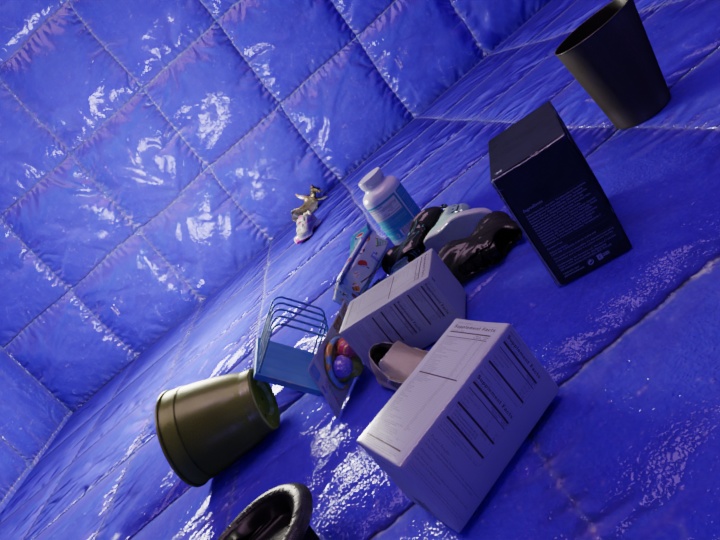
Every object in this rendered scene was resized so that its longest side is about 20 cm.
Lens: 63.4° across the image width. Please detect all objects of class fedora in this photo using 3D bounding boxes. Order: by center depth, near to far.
[{"bbox_3d":[-0.116,0.372,0.733,0.199,0.092,0.201,-37,16,13],"label":"fedora"}]

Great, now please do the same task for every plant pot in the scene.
[{"bbox_3d":[-0.271,0.293,1.165,0.190,0.203,0.201,-26,18,6],"label":"plant pot"}]

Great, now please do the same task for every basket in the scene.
[{"bbox_3d":[0.495,-0.388,1.122,0.180,0.201,0.136,-43,15,-13],"label":"basket"}]

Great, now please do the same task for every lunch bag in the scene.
[{"bbox_3d":[0.000,0.000,1.349,0.162,0.075,0.200,-62,-1,-21],"label":"lunch bag"}]

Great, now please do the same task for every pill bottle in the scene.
[{"bbox_3d":[0.081,-0.163,1.490,0.110,0.201,0.111,-36,16,12],"label":"pill bottle"}]

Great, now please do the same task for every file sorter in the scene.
[{"bbox_3d":[-0.137,0.148,1.214,0.200,0.136,0.125,-123,52,-74],"label":"file sorter"}]

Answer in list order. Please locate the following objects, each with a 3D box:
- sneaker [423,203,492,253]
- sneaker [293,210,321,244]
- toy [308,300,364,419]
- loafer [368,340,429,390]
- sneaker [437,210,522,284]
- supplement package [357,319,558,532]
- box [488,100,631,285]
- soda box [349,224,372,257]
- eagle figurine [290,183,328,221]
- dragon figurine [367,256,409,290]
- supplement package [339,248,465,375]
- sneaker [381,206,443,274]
[{"bbox_3d":[0.224,-0.119,1.261,0.199,0.074,0.119,-23,30,54],"label":"sneaker"},{"bbox_3d":[-0.247,-0.189,2.527,0.081,0.089,0.201,-30,20,32],"label":"sneaker"},{"bbox_3d":[-0.022,0.154,1.066,0.047,0.116,0.201,-16,26,25],"label":"toy"},{"bbox_3d":[0.068,0.153,0.925,0.076,0.069,0.199,-48,17,-25],"label":"loafer"},{"bbox_3d":[0.214,-0.031,1.078,0.200,0.076,0.091,-43,23,1],"label":"sneaker"},{"bbox_3d":[0.114,0.168,0.677,0.200,0.110,0.113,-46,17,-18],"label":"supplement package"},{"bbox_3d":[0.296,-0.123,0.894,0.123,0.197,0.201,-32,18,25],"label":"box"},{"bbox_3d":[0.015,-0.057,1.607,0.064,0.068,0.201,-35,17,14],"label":"soda box"},{"bbox_3d":[-0.274,-0.342,2.987,0.151,0.150,0.203,7,-72,-57],"label":"eagle figurine"},{"bbox_3d":[0.096,0.013,1.248,0.199,0.059,0.100,-39,16,12],"label":"dragon figurine"},{"bbox_3d":[0.077,0.075,1.036,0.199,0.110,0.114,-33,17,25],"label":"supplement package"},{"bbox_3d":[0.136,-0.061,1.360,0.201,0.075,0.079,-51,26,-2],"label":"sneaker"}]
